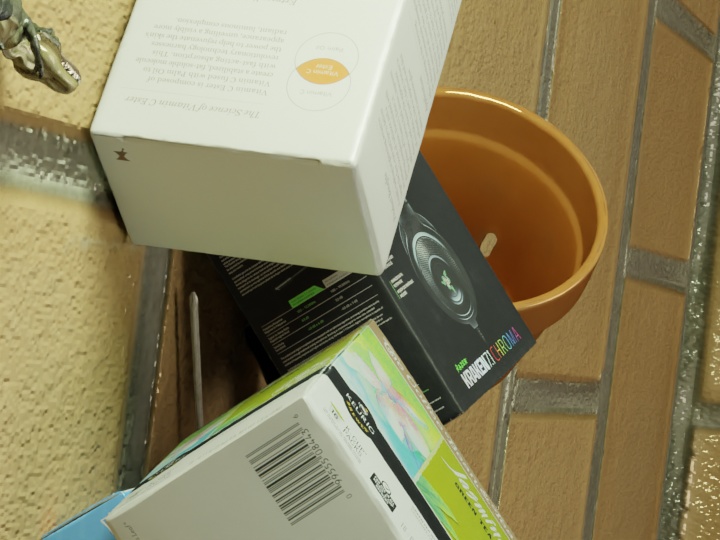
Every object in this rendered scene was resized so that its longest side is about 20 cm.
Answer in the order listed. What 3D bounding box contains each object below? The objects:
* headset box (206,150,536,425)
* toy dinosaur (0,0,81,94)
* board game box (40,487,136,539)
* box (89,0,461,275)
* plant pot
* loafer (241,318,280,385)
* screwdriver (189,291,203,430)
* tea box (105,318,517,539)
[{"bbox_3d":[0.000,0.000,1.758,0.201,0.092,0.174,59,22,-1],"label":"headset box"},{"bbox_3d":[-0.175,-0.118,1.312,0.200,0.047,0.089,70,16,-58],"label":"toy dinosaur"},{"bbox_3d":[-0.075,0.211,1.602,0.201,0.056,0.196,61,14,6],"label":"board game box"},{"bbox_3d":[-0.042,-0.115,1.593,0.107,0.151,0.201,75,27,-55],"label":"box"},{"bbox_3d":[0.057,-0.006,1.973,0.140,0.199,0.201,106,4,-49],"label":"plant pot"},{"bbox_3d":[-0.017,0.093,1.839,0.067,0.076,0.201,-36,95,-43],"label":"loafer"},{"bbox_3d":[-0.095,0.107,1.730,0.029,0.028,0.201,-114,-159,-60],"label":"screwdriver"},{"bbox_3d":[-0.009,0.158,1.546,0.201,0.133,0.197,57,14,-4],"label":"tea box"}]
